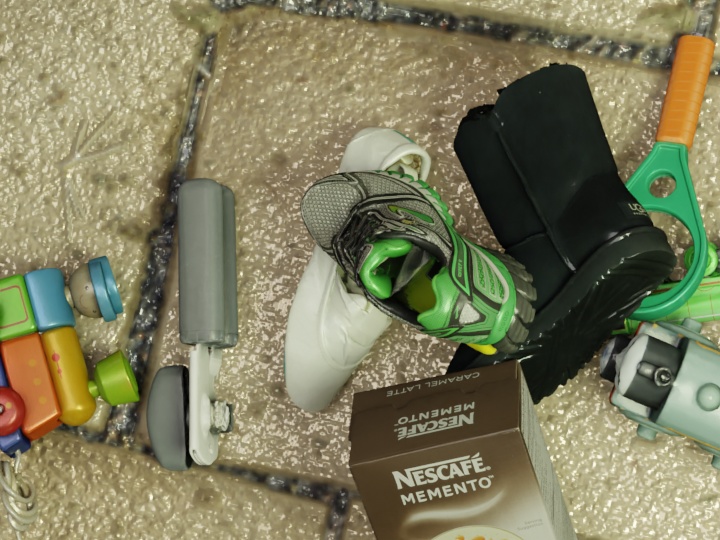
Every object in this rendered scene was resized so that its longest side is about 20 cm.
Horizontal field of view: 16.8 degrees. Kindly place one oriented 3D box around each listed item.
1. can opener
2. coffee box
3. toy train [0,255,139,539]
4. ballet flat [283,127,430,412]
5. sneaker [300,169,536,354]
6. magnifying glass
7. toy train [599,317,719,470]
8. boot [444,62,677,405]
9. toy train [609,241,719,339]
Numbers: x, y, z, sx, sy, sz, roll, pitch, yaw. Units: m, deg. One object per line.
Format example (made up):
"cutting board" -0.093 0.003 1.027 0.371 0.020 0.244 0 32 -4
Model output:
"can opener" -0.116 0.037 1.680 0.066 0.053 0.201 1 83 15
"coffee box" 0.074 0.168 1.548 0.114 0.080 0.201 -14 119 12
"toy train" -0.204 0.093 1.688 0.115 0.085 0.201 -17 79 -2
"ballet flat" 0.000 0.000 1.642 0.069 0.069 0.201 15 85 15
"sneaker" 0.023 -0.016 1.544 0.200 0.085 0.078 32 103 47
"magnifying glass" 0.201 -0.062 1.602 0.079 0.022 0.201 9 72 20
"toy train" 0.247 0.090 1.537 0.199 0.114 0.086 24 89 1
"boot" 0.102 -0.018 1.579 0.200 0.076 0.169 -46 51 29
"toy train" 0.179 0.016 1.615 0.199 0.042 0.057 -8 91 13
